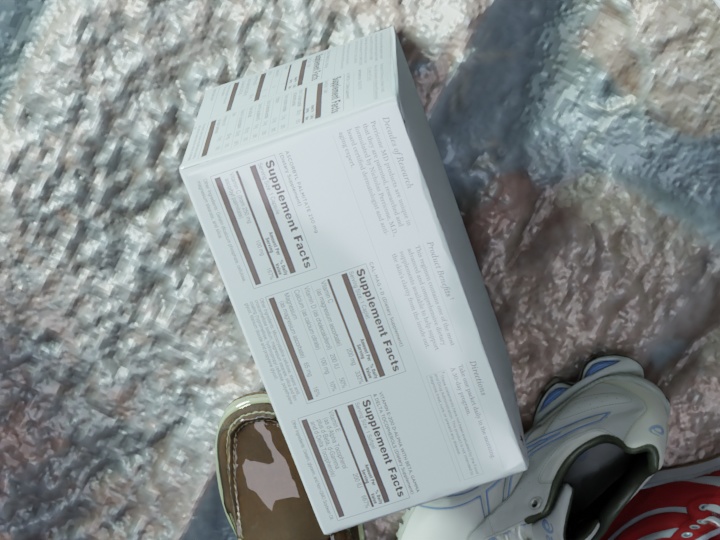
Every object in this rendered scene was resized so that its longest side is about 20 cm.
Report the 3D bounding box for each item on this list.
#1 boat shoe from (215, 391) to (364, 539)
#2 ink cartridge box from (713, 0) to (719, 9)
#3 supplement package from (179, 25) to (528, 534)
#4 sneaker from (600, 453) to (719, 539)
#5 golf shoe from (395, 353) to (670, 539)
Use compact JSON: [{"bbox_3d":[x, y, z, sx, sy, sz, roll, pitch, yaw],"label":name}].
[{"bbox_3d":[-0.029,0.168,1.072,0.074,0.075,0.203,-18,108,6],"label":"boat shoe"},{"bbox_3d":[0.291,-0.157,0.966,0.200,0.068,0.117,-37,106,13],"label":"ink cartridge box"},{"bbox_3d":[0.000,0.000,0.971,0.110,0.156,0.201,-18,109,6],"label":"supplement package"},{"bbox_3d":[0.219,0.138,1.044,0.199,0.113,0.071,-23,109,7],"label":"sneaker"},{"bbox_3d":[0.090,0.134,1.051,0.078,0.097,0.200,39,106,-15],"label":"golf shoe"}]
